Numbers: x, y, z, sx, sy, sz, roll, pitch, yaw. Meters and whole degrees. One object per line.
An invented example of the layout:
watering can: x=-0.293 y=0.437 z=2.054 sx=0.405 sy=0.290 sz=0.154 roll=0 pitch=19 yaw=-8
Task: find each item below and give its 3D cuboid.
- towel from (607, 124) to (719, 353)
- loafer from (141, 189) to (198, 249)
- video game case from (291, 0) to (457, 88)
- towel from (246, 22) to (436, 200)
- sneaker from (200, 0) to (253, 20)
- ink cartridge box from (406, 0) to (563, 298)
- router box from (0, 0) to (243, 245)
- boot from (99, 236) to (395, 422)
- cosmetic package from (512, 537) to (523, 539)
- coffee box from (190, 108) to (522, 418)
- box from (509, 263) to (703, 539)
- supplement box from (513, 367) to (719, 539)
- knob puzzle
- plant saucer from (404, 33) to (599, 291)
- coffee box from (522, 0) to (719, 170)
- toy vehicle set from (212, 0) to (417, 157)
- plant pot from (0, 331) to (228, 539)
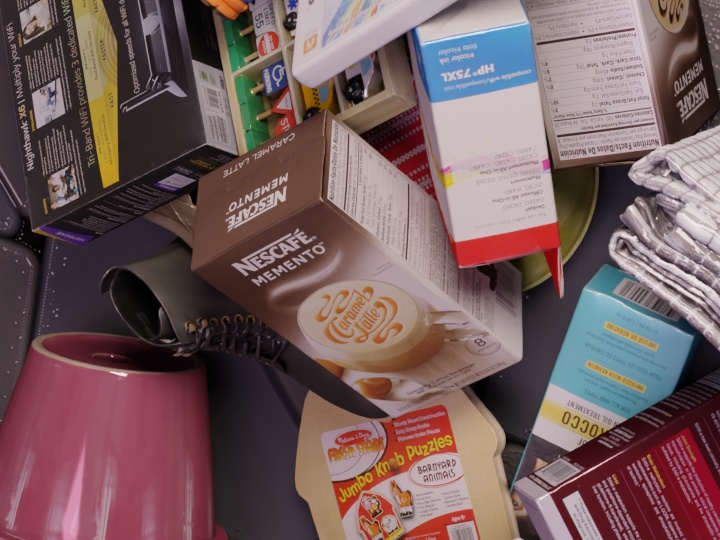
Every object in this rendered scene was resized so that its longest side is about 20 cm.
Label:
towel: x=0.240 y=0.009 z=1.243 sx=0.200 sy=0.166 sz=0.086 roll=38 pitch=112 yaw=12
loafer: x=-0.110 y=-0.061 z=1.490 sx=0.200 sy=0.076 sz=0.068 roll=36 pitch=137 yaw=25
video game case: x=0.039 y=-0.221 z=1.273 sx=0.200 sy=0.183 sz=0.022 roll=-28 pitch=135 yaw=37
towel: x=-0.008 y=-0.088 z=1.449 sx=0.144 sy=0.022 sz=0.200 roll=-26 pitch=97 yaw=30
sneaker: x=-0.079 y=-0.247 z=1.383 sx=0.078 sy=0.075 sz=0.200 roll=-28 pitch=53 yaw=18
ink cartridge box: x=0.074 y=-0.085 z=1.324 sx=0.067 sy=0.116 sz=0.200 roll=-12 pitch=124 yaw=-1
router box: x=-0.162 y=-0.138 z=1.463 sx=0.157 sy=0.052 sz=0.201 roll=-23 pitch=67 yaw=30
boot: x=-0.074 y=0.051 z=1.487 sx=0.200 sy=0.138 sz=0.078 roll=35 pitch=120 yaw=18
cosmetic package: x=0.084 y=0.289 z=1.473 sx=0.200 sy=0.199 sz=0.123 roll=-22 pitch=56 yaw=31
coffee box: x=0.000 y=0.000 z=1.391 sx=0.114 sy=0.080 sz=0.200 roll=-28 pitch=131 yaw=32
box: x=0.162 y=0.103 z=1.464 sx=0.082 sy=0.049 sz=0.200 roll=24 pitch=118 yaw=15
supplement box: x=0.212 y=0.138 z=1.386 sx=0.200 sy=0.061 sz=0.109 roll=-28 pitch=99 yaw=-7
knob puzzle: x=0.031 y=0.132 z=1.535 sx=0.219 sy=0.030 sz=0.220 roll=9 pitch=104 yaw=41
plant saucer: x=0.068 y=-0.078 z=1.447 sx=0.199 sy=0.031 sz=0.201 roll=9 pitch=115 yaw=21
coffee box: x=0.150 y=-0.174 z=1.324 sx=0.080 sy=0.113 sz=0.201 roll=-6 pitch=108 yaw=27
toy vehicle set: x=-0.038 y=-0.173 z=1.401 sx=0.124 sy=0.026 sz=0.201 roll=-26 pitch=64 yaw=30
plant pot: x=-0.187 y=0.145 z=1.572 sx=0.199 sy=0.200 sz=0.180 roll=13 pitch=100 yaw=20
